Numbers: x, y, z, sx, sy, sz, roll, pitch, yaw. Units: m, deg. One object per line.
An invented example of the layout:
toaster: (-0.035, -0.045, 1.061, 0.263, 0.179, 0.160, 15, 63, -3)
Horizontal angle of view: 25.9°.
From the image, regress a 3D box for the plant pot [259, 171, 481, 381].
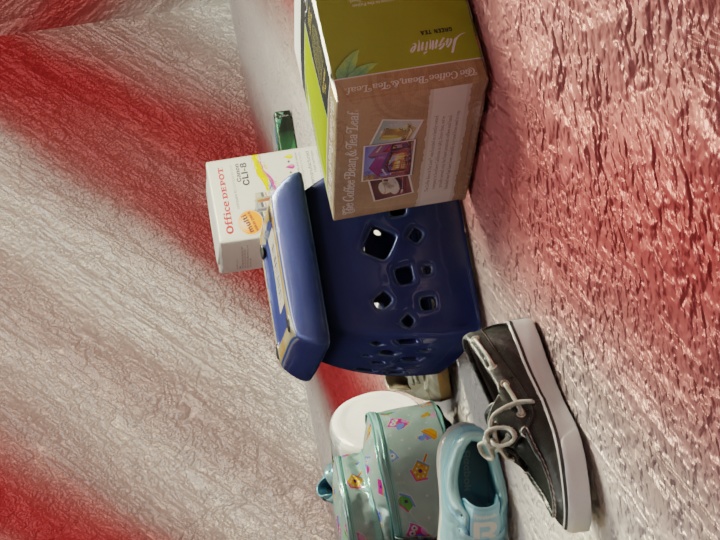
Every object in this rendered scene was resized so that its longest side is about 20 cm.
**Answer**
plant pot: (0.000, 0.000, 1.546, 0.200, 0.178, 0.202, 117, 144, -73)

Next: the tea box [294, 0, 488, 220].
tea box: (0.020, -0.182, 1.382, 0.200, 0.132, 0.198, 95, 165, -64)

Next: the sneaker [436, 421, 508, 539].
sneaker: (0.107, 0.245, 1.478, 0.082, 0.073, 0.202, 118, 142, -83)

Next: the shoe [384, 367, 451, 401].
shoe: (0.064, 0.114, 1.731, 0.200, 0.053, 0.071, 129, 131, -81)

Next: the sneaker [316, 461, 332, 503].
sneaker: (-0.037, 0.370, 2.677, 0.201, 0.081, 0.074, 92, 168, -56)

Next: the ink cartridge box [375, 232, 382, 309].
ink cartridge box: (0.034, 0.009, 1.736, 0.119, 0.042, 0.202, 128, 149, -80)

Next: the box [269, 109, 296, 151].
box: (-0.140, -0.198, 3.020, 0.144, 0.036, 0.202, 144, 115, -82)

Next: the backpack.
backpack: (0.047, 0.245, 1.674, 0.176, 0.152, 0.202, -104, 13, -70)

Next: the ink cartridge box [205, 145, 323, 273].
ink cartridge box: (-0.143, -0.097, 2.514, 0.145, 0.198, 0.147, 101, 158, -70)

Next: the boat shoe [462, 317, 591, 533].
boat shoe: (0.124, 0.119, 1.204, 0.074, 0.067, 0.201, 89, 169, -51)

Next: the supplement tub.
supplement tub: (0.027, 0.260, 1.933, 0.123, 0.121, 0.202, -110, 13, -56)
